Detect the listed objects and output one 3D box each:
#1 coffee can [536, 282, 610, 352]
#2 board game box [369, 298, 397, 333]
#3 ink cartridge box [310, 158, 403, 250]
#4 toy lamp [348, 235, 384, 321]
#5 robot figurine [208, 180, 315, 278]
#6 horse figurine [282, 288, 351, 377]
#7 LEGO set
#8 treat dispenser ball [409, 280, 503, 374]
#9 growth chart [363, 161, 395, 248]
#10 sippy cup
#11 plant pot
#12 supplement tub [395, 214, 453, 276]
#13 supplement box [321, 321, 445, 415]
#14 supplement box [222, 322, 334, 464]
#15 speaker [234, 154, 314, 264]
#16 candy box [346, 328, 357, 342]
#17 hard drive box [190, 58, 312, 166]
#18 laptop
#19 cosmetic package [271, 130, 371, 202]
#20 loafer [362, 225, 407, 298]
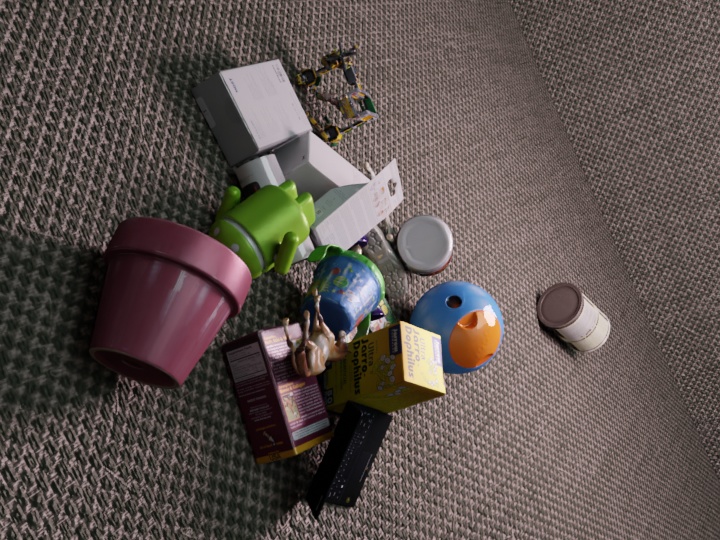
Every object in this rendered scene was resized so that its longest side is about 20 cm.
[{"bbox_3d":[0.644,0.144,2.398,0.200,0.146,0.147,36,44,-40],"label":"coffee can"},{"bbox_3d":[0.019,0.072,1.637,0.200,0.023,0.105,62,30,-9],"label":"board game box"},{"bbox_3d":[-0.011,-0.120,1.505,0.047,0.200,0.160,44,-10,23],"label":"ink cartridge box"},{"bbox_3d":[0.000,0.000,1.579,0.058,0.058,0.200,11,60,-53],"label":"toy lamp"},{"bbox_3d":[-0.166,-0.063,1.317,0.200,0.175,0.116,-39,152,-24],"label":"robot figurine"},{"bbox_3d":[-0.074,0.115,1.274,0.200,0.050,0.133,-52,134,-66],"label":"horse figurine"},{"bbox_3d":[-0.054,-0.367,1.665,0.116,0.154,0.200,-21,97,-75],"label":"LEGO set"},{"bbox_3d":[0.206,0.122,1.715,0.201,0.201,0.201,33,46,-42],"label":"treat dispenser ball"},{"bbox_3d":[0.046,-0.141,1.734,0.145,0.018,0.200,53,19,-71],"label":"growth chart"},{"bbox_3d":[-0.040,0.052,1.415,0.178,0.140,0.130,38,37,-3],"label":"sippy cup"},{"bbox_3d":[-0.271,0.054,1.080,0.200,0.200,0.179,39,58,-38],"label":"plant pot"},{"bbox_3d":[0.143,-0.051,1.747,0.200,0.122,0.123,28,43,-82],"label":"supplement tub"},{"bbox_3d":[0.035,0.179,1.384,0.109,0.200,0.109,23,53,-40],"label":"supplement box"},{"bbox_3d":[-0.132,0.194,1.279,0.110,0.086,0.200,-9,79,-58],"label":"supplement box"},{"bbox_3d":[-0.153,-0.105,1.432,0.081,0.081,0.200,-25,93,-58],"label":"speaker"},{"bbox_3d":[-0.033,0.170,1.497,0.102,0.026,0.200,17,57,-46],"label":"candy box"},{"bbox_3d":[-0.197,-0.299,1.485,0.156,0.077,0.200,64,32,-6],"label":"hard drive box"},{"bbox_3d":[-0.007,0.316,1.305,0.200,0.103,0.177,29,83,-47],"label":"laptop"},{"bbox_3d":[-0.075,-0.172,1.563,0.200,0.108,0.085,37,43,-41],"label":"cosmetic package"},{"bbox_3d":[0.044,-0.029,1.688,0.070,0.070,0.200,-106,171,-62],"label":"loafer"}]
